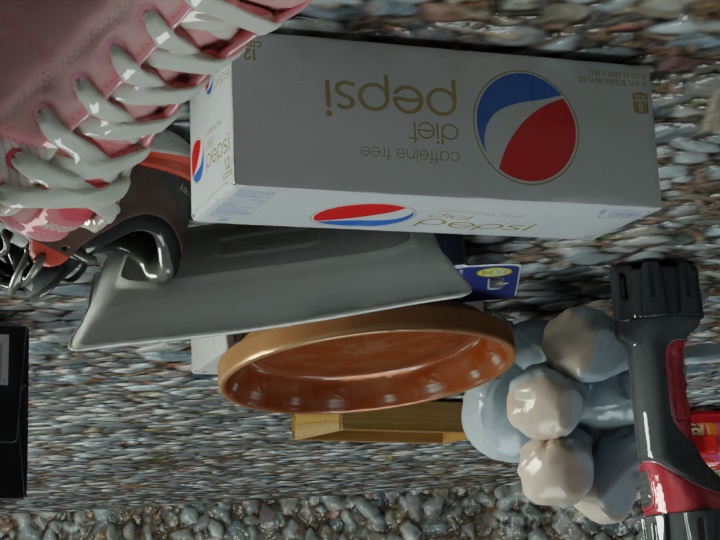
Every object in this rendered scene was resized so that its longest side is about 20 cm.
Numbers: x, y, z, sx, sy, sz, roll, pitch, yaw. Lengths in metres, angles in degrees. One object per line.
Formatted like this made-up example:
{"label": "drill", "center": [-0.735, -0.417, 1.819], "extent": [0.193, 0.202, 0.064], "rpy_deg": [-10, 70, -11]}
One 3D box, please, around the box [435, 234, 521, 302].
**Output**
{"label": "box", "center": [0.000, 0.000, 1.144], "extent": [0.198, 0.033, 0.121], "rpy_deg": [-2, 169, 2]}

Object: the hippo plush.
{"label": "hippo plush", "center": [0.146, 0.075, 1.357], "extent": [0.160, 0.200, 0.159], "rpy_deg": [18, 156, 51]}

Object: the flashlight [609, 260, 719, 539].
{"label": "flashlight", "center": [0.218, 0.096, 1.244], "extent": [0.068, 0.202, 0.068], "rpy_deg": [-10, 166, 30]}

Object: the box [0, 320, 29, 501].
{"label": "box", "center": [-0.350, 0.101, 1.304], "extent": [0.199, 0.133, 0.115], "rpy_deg": [4, 170, -30]}

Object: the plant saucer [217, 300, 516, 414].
{"label": "plant saucer", "center": [0.003, 0.056, 1.213], "extent": [0.199, 0.033, 0.200], "rpy_deg": [-5, 162, -2]}

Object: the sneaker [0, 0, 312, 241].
{"label": "sneaker", "center": [-0.079, -0.066, 0.626], "extent": [0.199, 0.106, 0.075], "rpy_deg": [-12, 164, 33]}

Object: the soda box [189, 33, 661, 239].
{"label": "soda box", "center": [0.029, -0.056, 0.788], "extent": [0.199, 0.069, 0.064], "rpy_deg": [2, 168, -22]}

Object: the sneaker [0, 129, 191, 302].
{"label": "sneaker", "center": [-0.161, -0.029, 0.836], "extent": [0.199, 0.083, 0.077], "rpy_deg": [4, 167, -31]}

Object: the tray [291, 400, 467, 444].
{"label": "tray", "center": [0.037, 0.159, 1.927], "extent": [0.199, 0.037, 0.098], "rpy_deg": [6, 166, -33]}

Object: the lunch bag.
{"label": "lunch bag", "center": [0.345, 0.211, 2.135], "extent": [0.198, 0.083, 0.176], "rpy_deg": [-2, 168, 0]}

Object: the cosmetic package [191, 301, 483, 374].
{"label": "cosmetic package", "center": [-0.016, 0.044, 1.310], "extent": [0.199, 0.051, 0.083], "rpy_deg": [2, 163, -23]}

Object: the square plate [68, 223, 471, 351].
{"label": "square plate", "center": [-0.051, -0.003, 0.970], "extent": [0.198, 0.029, 0.198], "rpy_deg": [-8, -168, -3]}
